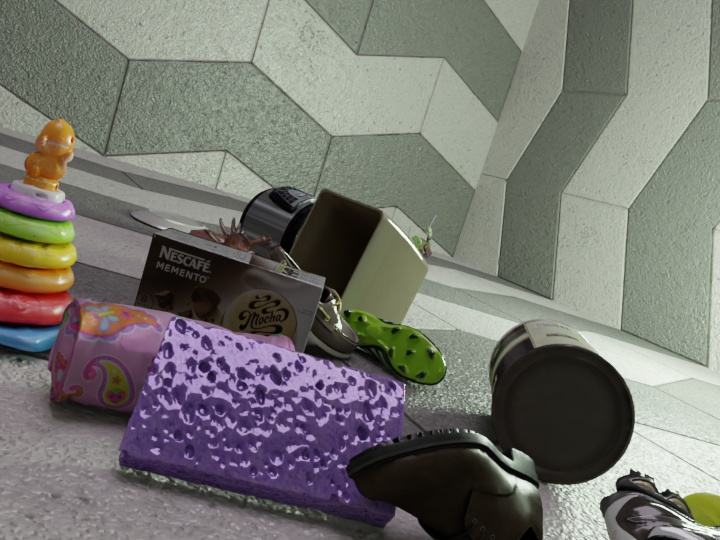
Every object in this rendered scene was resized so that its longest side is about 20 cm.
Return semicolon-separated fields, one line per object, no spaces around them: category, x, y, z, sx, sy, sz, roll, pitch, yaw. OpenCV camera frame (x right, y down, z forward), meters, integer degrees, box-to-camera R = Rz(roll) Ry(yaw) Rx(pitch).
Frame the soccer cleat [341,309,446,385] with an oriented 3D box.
soccer cleat;0.051;0.109;0.923;0.199;0.068;0.081;24;-3;39

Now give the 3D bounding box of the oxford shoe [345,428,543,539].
oxford shoe;0.072;0.164;0.445;0.199;0.072;0.085;25;42;-36

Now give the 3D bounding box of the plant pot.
plant pot;0.000;0.000;1.128;0.176;0.202;0.199;26;1;-39

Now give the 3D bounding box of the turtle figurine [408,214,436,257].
turtle figurine;0.266;-0.160;3.031;0.142;0.203;0.193;5;10;26

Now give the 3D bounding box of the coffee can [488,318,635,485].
coffee can;0.227;0.144;0.760;0.145;0.148;0.200;19;7;9

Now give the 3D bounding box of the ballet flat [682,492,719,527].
ballet flat;0.391;0.273;0.582;0.198;0.068;0.067;24;30;25

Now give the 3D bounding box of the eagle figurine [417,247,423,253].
eagle figurine;0.087;-0.037;1.945;0.197;0.152;0.153;-11;-36;-1

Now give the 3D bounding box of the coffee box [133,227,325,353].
coffee box;-0.151;0.035;0.745;0.197;0.115;0.080;19;7;-4

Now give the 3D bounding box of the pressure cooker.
pressure cooker;-0.126;-0.064;1.298;0.198;0.177;0.179;24;-15;34

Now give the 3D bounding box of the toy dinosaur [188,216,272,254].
toy dinosaur;-0.230;-0.035;1.013;0.197;0.087;0.135;5;-10;20

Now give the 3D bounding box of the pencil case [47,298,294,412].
pencil case;-0.153;0.081;0.542;0.198;0.089;0.087;15;8;-33

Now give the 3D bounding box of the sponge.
sponge;-0.064;0.112;0.479;0.197;0.030;0.113;17;49;-10

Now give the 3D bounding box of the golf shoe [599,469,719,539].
golf shoe;0.294;0.248;0.522;0.198;0.079;0.094;19;25;16

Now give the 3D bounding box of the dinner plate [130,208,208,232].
dinner plate;-0.430;-0.112;1.487;0.197;0.025;0.200;17;7;-2

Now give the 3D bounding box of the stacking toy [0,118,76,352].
stacking toy;-0.298;-0.039;0.578;0.108;0.203;0.116;18;8;1

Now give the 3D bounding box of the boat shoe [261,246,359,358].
boat shoe;-0.062;0.045;0.848;0.200;0.059;0.072;43;11;-30
